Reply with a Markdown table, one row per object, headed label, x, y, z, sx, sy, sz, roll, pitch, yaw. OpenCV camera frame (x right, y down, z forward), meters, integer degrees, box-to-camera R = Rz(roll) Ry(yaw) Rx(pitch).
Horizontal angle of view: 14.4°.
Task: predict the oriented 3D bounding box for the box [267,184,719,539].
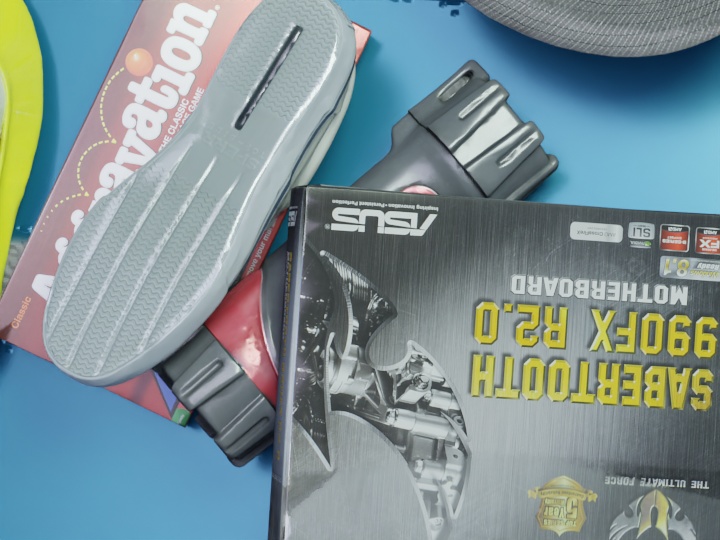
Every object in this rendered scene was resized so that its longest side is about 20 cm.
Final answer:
| label | x | y | z | sx | sy | sz | roll | pitch | yaw |
| --- | --- | --- | --- | --- | --- | --- | --- | --- | --- |
| box | 0.063 | 0.048 | 1.228 | 0.199 | 0.048 | 0.160 | 5 | 89 | -10 |

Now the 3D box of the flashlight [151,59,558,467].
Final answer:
| label | x | y | z | sx | sy | sz | roll | pitch | yaw |
| --- | --- | --- | --- | --- | --- | --- | --- | --- | --- |
| flashlight | 0.000 | 0.000 | 1.270 | 0.200 | 0.068 | 0.068 | -39 | 40 | -4 |

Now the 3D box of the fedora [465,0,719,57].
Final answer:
| label | x | y | z | sx | sy | sz | roll | pitch | yaw |
| --- | --- | --- | --- | --- | --- | --- | --- | --- | --- |
| fedora | 0.118 | -0.175 | 1.260 | 0.199 | 0.090 | 0.178 | 16 | 85 | 17 |

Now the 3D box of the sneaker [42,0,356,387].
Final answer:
| label | x | y | z | sx | sy | sz | roll | pitch | yaw |
| --- | --- | --- | --- | --- | --- | --- | --- | --- | --- |
| sneaker | -0.061 | -0.029 | 1.255 | 0.073 | 0.071 | 0.200 | 37 | 86 | 21 |

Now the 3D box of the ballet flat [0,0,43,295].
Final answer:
| label | x | y | z | sx | sy | sz | roll | pitch | yaw |
| --- | --- | --- | --- | --- | --- | --- | --- | --- | --- |
| ballet flat | -0.187 | -0.044 | 1.308 | 0.066 | 0.067 | 0.201 | 5 | 85 | 11 |

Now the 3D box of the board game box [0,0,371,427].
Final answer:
| label | x | y | z | sx | sy | sz | roll | pitch | yaw |
| --- | --- | --- | --- | --- | --- | --- | --- | --- | --- |
| board game box | -0.083 | -0.041 | 1.303 | 0.102 | 0.019 | 0.201 | 25 | 88 | -3 |
